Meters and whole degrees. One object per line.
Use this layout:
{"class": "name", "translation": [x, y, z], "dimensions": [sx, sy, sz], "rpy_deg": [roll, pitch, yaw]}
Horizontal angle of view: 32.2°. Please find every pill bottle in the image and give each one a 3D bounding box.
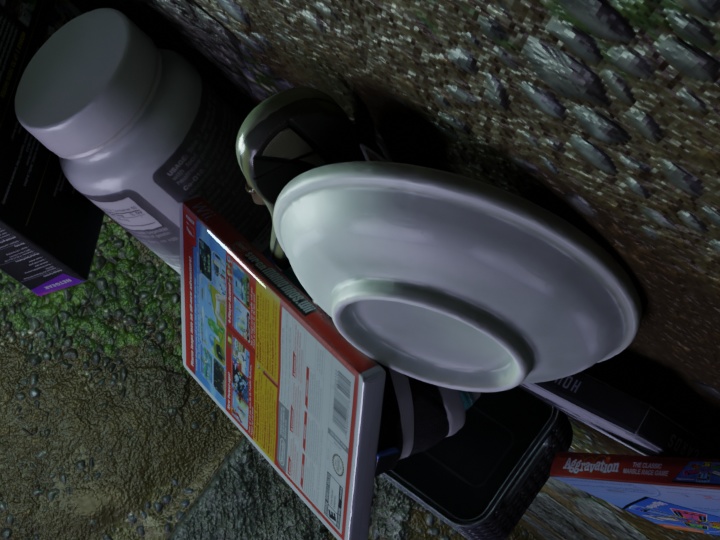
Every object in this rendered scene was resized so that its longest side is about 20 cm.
{"class": "pill bottle", "translation": [-0.130, -0.077, 0.843], "dimensions": [0.114, 0.114, 0.200], "rpy_deg": [29, 168, 44]}

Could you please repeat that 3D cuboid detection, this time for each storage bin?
{"class": "storage bin", "translation": [0.064, 0.123, 1.056], "dimensions": [0.200, 0.135, 0.094], "rpy_deg": [33, 171, 26]}

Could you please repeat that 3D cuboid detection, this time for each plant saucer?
{"class": "plant saucer", "translation": [0.042, 0.018, 0.646], "dimensions": [0.200, 0.050, 0.200], "rpy_deg": [17, 157, 7]}

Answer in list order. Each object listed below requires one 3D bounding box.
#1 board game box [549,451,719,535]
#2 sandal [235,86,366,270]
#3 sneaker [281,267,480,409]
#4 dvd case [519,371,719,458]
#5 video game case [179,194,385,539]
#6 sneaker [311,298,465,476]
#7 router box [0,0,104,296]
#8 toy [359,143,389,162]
{"class": "board game box", "translation": [0.208, 0.134, 0.729], "dimensions": [0.103, 0.019, 0.200], "rpy_deg": [27, 164, -20]}
{"class": "sandal", "translation": [-0.034, -0.060, 0.719], "dimensions": [0.057, 0.080, 0.201], "rpy_deg": [52, 170, 19]}
{"class": "sneaker", "translation": [-0.010, 0.057, 0.914], "dimensions": [0.200, 0.080, 0.071], "rpy_deg": [34, 171, 5]}
{"class": "dvd case", "translation": [0.150, 0.087, 0.816], "dimensions": [0.150, 0.025, 0.200], "rpy_deg": [31, 176, -39]}
{"class": "video game case", "translation": [-0.055, 0.061, 0.777], "dimensions": [0.200, 0.017, 0.143], "rpy_deg": [41, 140, 37]}
{"class": "sneaker", "translation": [-0.016, 0.043, 0.824], "dimensions": [0.200, 0.112, 0.073], "rpy_deg": [63, 156, -5]}
{"class": "router box", "translation": [-0.231, -0.106, 0.851], "dimensions": [0.051, 0.200, 0.149], "rpy_deg": [-15, 141, 30]}
{"class": "toy", "translation": [0.058, 0.004, 0.736], "dimensions": [0.115, 0.047, 0.200], "rpy_deg": [34, 171, 22]}
